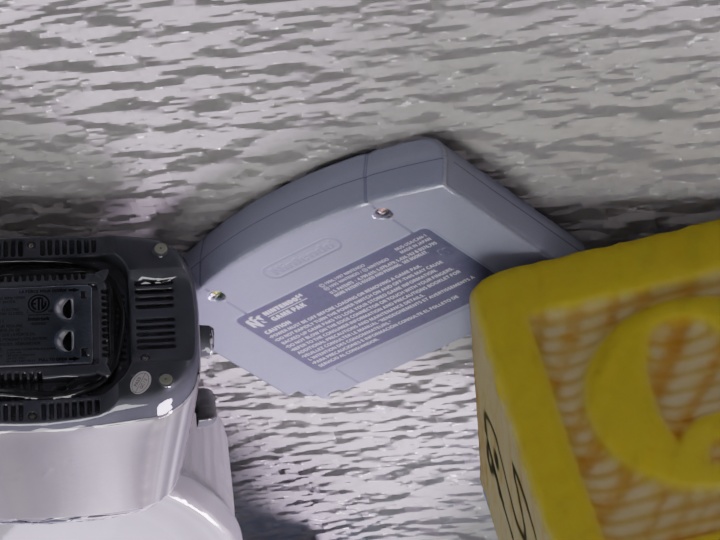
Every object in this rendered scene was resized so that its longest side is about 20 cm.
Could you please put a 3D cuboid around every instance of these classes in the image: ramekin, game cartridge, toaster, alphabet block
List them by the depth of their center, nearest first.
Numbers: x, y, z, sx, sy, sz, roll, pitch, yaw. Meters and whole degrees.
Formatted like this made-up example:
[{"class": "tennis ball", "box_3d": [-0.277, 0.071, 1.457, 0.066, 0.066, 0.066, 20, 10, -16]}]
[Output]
[{"class": "toaster", "box_3d": [-0.173, 0.060, 1.364, 0.199, 0.114, 0.129, -3, 145, -5]}, {"class": "alphabet block", "box_3d": [0.172, 0.110, 1.366, 0.195, 0.196, 0.200, -15, 146, -5]}, {"class": "game cartridge", "box_3d": [0.000, 0.000, 1.385, 0.200, 0.041, 0.133, -25, 141, 35]}, {"class": "ramekin", "box_3d": [-0.165, 0.121, 1.523, 0.201, 0.095, 0.203, 2, 147, 1]}]
